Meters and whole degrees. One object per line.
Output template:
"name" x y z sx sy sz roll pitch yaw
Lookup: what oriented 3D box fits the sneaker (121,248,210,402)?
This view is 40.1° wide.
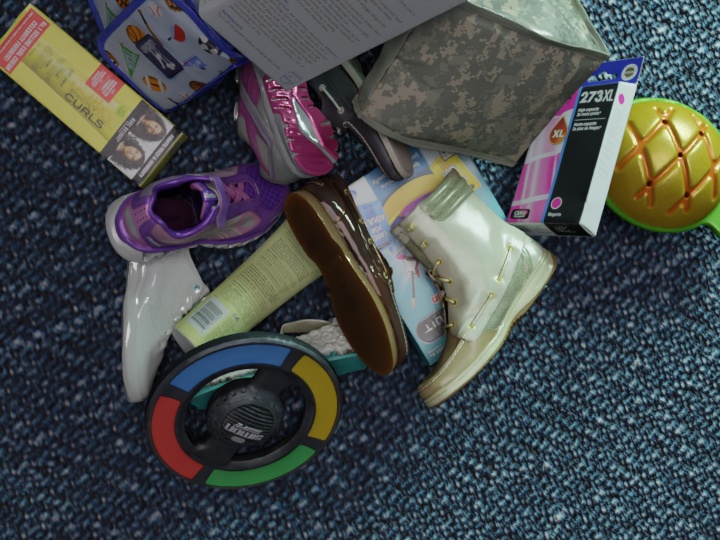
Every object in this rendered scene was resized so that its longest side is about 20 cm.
"sneaker" -0.197 0.034 1.001 0.087 0.075 0.205 6 87 -16

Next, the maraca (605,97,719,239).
"maraca" 0.332 -0.104 1.026 0.196 0.107 0.140 16 87 -5

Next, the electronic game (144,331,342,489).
"electronic game" -0.113 0.142 0.970 0.196 0.042 0.203 -9 128 -11

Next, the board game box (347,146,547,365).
"board game box" 0.080 -0.028 1.034 0.150 0.047 0.202 -32 91 -5

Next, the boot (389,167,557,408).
"boot" 0.083 0.016 0.970 0.154 0.072 0.201 41 76 -4

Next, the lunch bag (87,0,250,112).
"lunch bag" -0.184 -0.270 0.945 0.123 0.169 0.204 -23 94 -37

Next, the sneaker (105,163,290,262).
"sneaker" -0.146 -0.065 0.968 0.197 0.088 0.082 -18 84 -34

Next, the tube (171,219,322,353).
"tube" -0.102 0.017 1.008 0.200 0.052 0.059 -43 134 -22

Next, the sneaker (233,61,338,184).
"sneaker" -0.094 -0.175 0.981 0.080 0.088 0.204 -2 72 -43

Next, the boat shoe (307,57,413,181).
"boat shoe" -0.012 -0.165 1.006 0.062 0.072 0.202 -34 72 16

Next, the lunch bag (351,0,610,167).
"lunch bag" 0.103 -0.201 0.938 0.197 0.164 0.119 6 50 -34

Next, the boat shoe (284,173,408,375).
"boat shoe" 0.000 0.000 0.972 0.070 0.070 0.203 -28 95 -41

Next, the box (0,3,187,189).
"box" -0.275 -0.175 1.004 0.199 0.050 0.076 41 87 -3

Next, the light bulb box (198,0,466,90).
"light bulb box" -0.023 -0.299 0.844 0.197 0.124 0.202 -20 58 29

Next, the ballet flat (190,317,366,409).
"ballet flat" -0.086 0.090 1.017 0.196 0.072 0.073 -12 90 -7

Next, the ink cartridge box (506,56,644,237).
"ink cartridge box" 0.220 -0.132 1.008 0.037 0.094 0.203 32 71 -38
